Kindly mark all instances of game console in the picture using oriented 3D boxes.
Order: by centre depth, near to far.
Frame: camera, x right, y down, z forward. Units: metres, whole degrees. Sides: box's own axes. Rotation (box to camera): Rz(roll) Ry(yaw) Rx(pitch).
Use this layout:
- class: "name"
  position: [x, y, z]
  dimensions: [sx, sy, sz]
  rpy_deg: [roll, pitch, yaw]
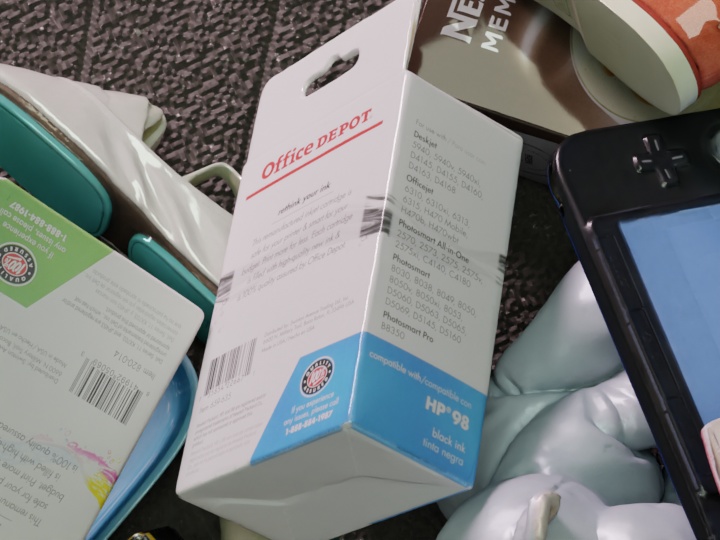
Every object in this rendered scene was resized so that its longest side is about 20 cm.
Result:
- class: "game console"
  position: [0.191, -0.002, 0.842]
  dimensions: [0.171, 0.118, 0.200]
  rpy_deg: [-10, 64, -22]

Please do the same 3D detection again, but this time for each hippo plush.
- class: "hippo plush"
  position: [0.087, 0.083, 0.887]
  dimensions: [0.200, 0.161, 0.159]
  rpy_deg: [19, 111, 2]

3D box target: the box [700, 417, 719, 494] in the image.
- class: "box"
  position: [0.211, 0.132, 0.757]
  dimensions: [0.128, 0.109, 0.200]
  rpy_deg: [-22, 103, 7]

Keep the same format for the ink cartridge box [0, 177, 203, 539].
- class: "ink cartridge box"
  position: [-0.163, 0.073, 0.896]
  dimensions: [0.117, 0.067, 0.200]
  rpy_deg: [36, 76, -35]

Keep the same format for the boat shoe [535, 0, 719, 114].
- class: "boat shoe"
  position: [0.087, -0.142, 0.901]
  dimensions: [0.063, 0.071, 0.200]
  rpy_deg: [-38, 58, -8]

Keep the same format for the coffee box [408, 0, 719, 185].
- class: "coffee box"
  position: [0.125, -0.089, 0.984]
  dimensions: [0.200, 0.080, 0.114]
  rpy_deg: [18, 79, 4]

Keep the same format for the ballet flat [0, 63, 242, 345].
- class: "ballet flat"
  position: [-0.092, -0.034, 0.991]
  dimensions: [0.200, 0.069, 0.069]
  rpy_deg: [41, 82, 3]

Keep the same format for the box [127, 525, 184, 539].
- class: "box"
  position: [-0.105, 0.227, 0.921]
  dimensions: [0.200, 0.049, 0.160]
  rpy_deg: [-41, 79, 8]

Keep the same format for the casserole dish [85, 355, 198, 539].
- class: "casserole dish"
  position: [-0.156, 0.083, 0.976]
  dimensions: [0.121, 0.039, 0.200]
  rpy_deg: [39, 83, 7]

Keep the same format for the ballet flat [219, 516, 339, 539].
- class: "ballet flat"
  position: [-0.015, 0.158, 0.950]
  dimensions: [0.069, 0.069, 0.200]
  rpy_deg: [-37, 81, -6]

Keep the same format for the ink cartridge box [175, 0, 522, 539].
- class: "ink cartridge box"
  position: [0.000, 0.000, 0.912]
  dimensions: [0.067, 0.116, 0.200]
  rpy_deg: [28, 57, -29]
